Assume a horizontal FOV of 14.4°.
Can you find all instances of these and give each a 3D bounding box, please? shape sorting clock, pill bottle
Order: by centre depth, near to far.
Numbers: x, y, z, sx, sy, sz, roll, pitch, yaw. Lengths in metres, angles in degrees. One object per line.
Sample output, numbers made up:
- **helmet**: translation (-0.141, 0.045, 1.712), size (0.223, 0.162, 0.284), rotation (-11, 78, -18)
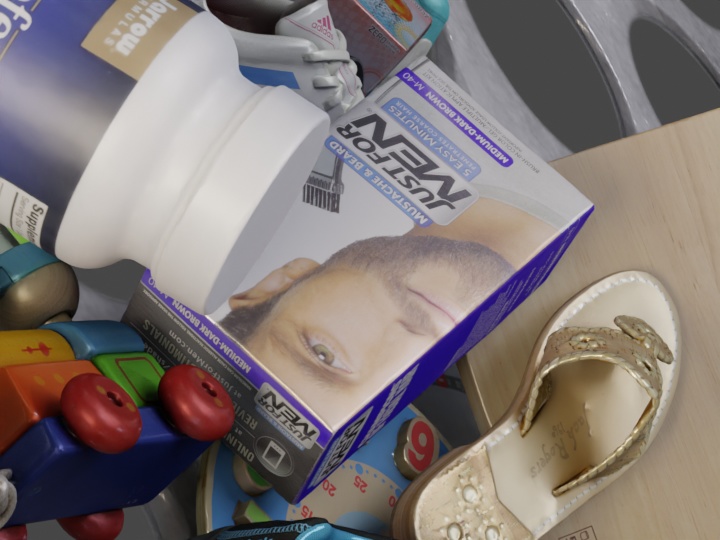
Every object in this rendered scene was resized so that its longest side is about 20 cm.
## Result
- **pill bottle**: translation (-0.120, -0.072, 1.129), size (0.200, 0.116, 0.116), rotation (31, 24, 4)
- **shape sorting clock**: translation (0.005, 0.132, 1.249), size (0.200, 0.039, 0.200), rotation (24, 54, -38)

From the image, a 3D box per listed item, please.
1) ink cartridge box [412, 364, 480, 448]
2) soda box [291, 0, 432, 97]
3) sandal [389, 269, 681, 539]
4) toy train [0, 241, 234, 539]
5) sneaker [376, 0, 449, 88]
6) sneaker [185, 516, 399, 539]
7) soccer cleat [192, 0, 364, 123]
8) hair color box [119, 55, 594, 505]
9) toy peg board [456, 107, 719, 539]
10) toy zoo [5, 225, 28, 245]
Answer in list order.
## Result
- **ink cartridge box**: translation (0.030, 0.095, 1.376), size (0.200, 0.050, 0.162), rotation (35, 32, -47)
- **soda box**: translation (-0.061, -0.167, 1.460), size (0.200, 0.068, 0.064), rotation (43, 25, -3)
- **sandal**: translation (0.102, 0.067, 1.268), size (0.212, 0.070, 0.078), rotation (-42, 102, -36)
- **toy train**: translation (-0.144, 0.043, 1.077), size (0.116, 0.085, 0.200), rotation (53, 22, 17)
- **sneaker**: translation (-0.014, -0.177, 1.573), size (0.077, 0.080, 0.200), rotation (22, 27, -52)
- **sneaker**: translation (0.019, 0.155, 1.164), size (0.200, 0.082, 0.073), rotation (25, 57, -34)
- **soccer cleat**: translation (-0.026, -0.076, 1.341), size (0.200, 0.086, 0.070), rotation (43, 22, -18)
- **hair color box**: translation (0.000, 0.000, 1.248), size (0.109, 0.065, 0.200), rotation (41, 51, 10)
- **toy peg board**: translation (0.134, 0.042, 1.401), size (0.098, 0.199, 0.200), rotation (151, -79, -72)
- **toy zoo**: translation (-0.177, -0.104, 1.260), size (0.200, 0.020, 0.131), rotation (52, 24, -12)
